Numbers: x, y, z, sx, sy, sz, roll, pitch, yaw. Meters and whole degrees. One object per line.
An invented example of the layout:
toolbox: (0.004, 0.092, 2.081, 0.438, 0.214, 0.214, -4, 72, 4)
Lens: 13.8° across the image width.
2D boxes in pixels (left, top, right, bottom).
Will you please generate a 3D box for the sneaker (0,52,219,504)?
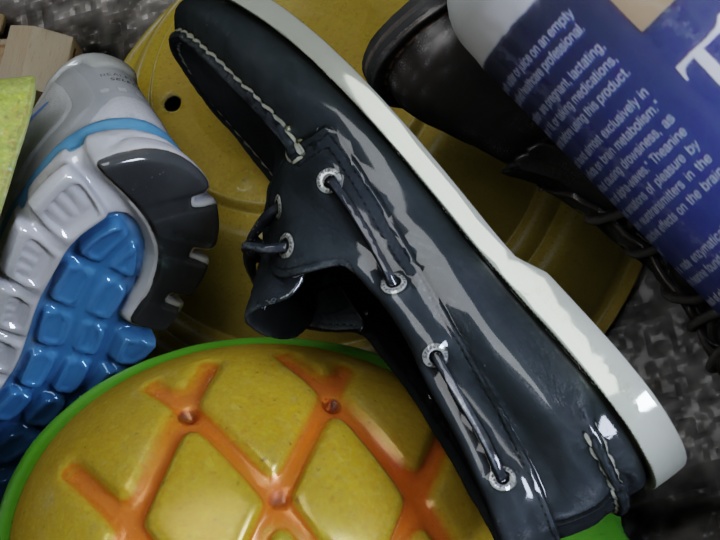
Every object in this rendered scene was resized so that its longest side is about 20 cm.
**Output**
sneaker: (-0.111, 0.018, 0.912, 0.200, 0.075, 0.087, -51, 34, 24)

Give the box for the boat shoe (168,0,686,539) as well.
boat shoe: (0.000, 0.001, 0.822, 0.066, 0.075, 0.199, -40, 75, -9)

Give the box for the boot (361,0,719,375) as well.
boot: (0.103, 0.003, 0.827, 0.069, 0.199, 0.175, -47, 46, 35)

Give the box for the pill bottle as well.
pill bottle: (0.093, -0.066, 0.756, 0.111, 0.111, 0.200, -43, 87, -7)

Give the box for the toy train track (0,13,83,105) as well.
toy train track: (-0.194, -0.077, 1.028, 0.199, 0.033, 0.115, 3, 65, 19)

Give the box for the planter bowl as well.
planter bowl: (-0.011, -0.042, 0.929, 0.199, 0.084, 0.201, -7, 64, 13)

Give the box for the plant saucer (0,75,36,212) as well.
plant saucer: (-0.180, 0.046, 0.882, 0.200, 0.048, 0.201, -25, 46, 58)

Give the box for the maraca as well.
maraca: (-0.006, 0.082, 0.857, 0.199, 0.107, 0.138, -5, 71, -9)
